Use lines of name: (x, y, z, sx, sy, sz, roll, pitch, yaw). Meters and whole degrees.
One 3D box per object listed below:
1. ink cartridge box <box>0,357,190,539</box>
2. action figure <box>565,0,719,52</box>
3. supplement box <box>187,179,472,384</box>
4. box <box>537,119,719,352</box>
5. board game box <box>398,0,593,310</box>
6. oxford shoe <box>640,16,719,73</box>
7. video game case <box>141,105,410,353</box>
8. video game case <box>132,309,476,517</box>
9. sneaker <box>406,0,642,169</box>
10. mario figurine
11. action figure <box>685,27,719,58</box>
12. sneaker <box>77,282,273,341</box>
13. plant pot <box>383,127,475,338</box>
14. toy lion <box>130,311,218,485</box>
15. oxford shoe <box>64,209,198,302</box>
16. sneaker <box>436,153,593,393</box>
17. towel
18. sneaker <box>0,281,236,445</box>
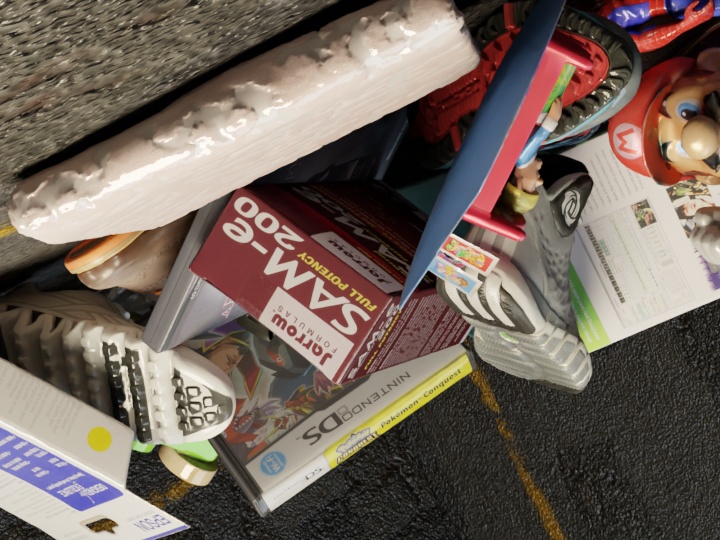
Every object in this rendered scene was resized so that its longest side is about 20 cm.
ink cartridge box: (-0.216, 0.107, 0.908, 0.198, 0.200, 0.047, -29, -145, 58)
action figure: (0.189, -0.160, 0.824, 0.200, 0.066, 0.052, -10, 157, 27)
supplement box: (0.000, 0.000, 0.854, 0.061, 0.109, 0.200, -59, 163, 16)
box: (0.180, -0.037, 0.928, 0.200, 0.144, 0.036, -24, -154, 11)
board game box: (0.078, -0.063, 0.710, 0.200, 0.039, 0.158, 121, -6, -62)
oxford shoe: (0.193, -0.175, 0.914, 0.200, 0.071, 0.073, -28, 156, 2)
video game case: (-0.043, -0.035, 0.890, 0.200, 0.019, 0.143, -27, 149, -58)
video game case: (-0.046, 0.053, 1.054, 0.181, 0.200, 0.026, -34, 140, -10)
sneaker: (0.107, -0.109, 0.846, 0.095, 0.079, 0.200, -8, -179, -27)
mario figurine: (0.230, -0.073, 0.794, 0.200, 0.124, 0.106, 2, 158, 26)
action figure: (0.235, -0.130, 1.008, 0.134, 0.149, 0.200, -5, -148, 22)
sneaker: (-0.093, 0.009, 1.038, 0.200, 0.104, 0.060, -29, 159, -6)
plant pot: (0.113, -0.039, 1.050, 0.200, 0.161, 0.201, -26, -163, 9)
toy lion: (-0.189, 0.074, 1.113, 0.069, 0.192, 0.200, -55, -147, 12)
oxford shoe: (-0.109, -0.007, 0.899, 0.071, 0.073, 0.200, -25, 179, 22)
sneaker: (0.110, -0.004, 0.860, 0.116, 0.075, 0.200, -68, 159, -13)
towel: (-0.041, -0.069, 0.669, 0.200, 0.032, 0.191, -26, 180, 9)
sneaker: (-0.158, 0.048, 0.908, 0.200, 0.075, 0.081, 15, -150, 23)
